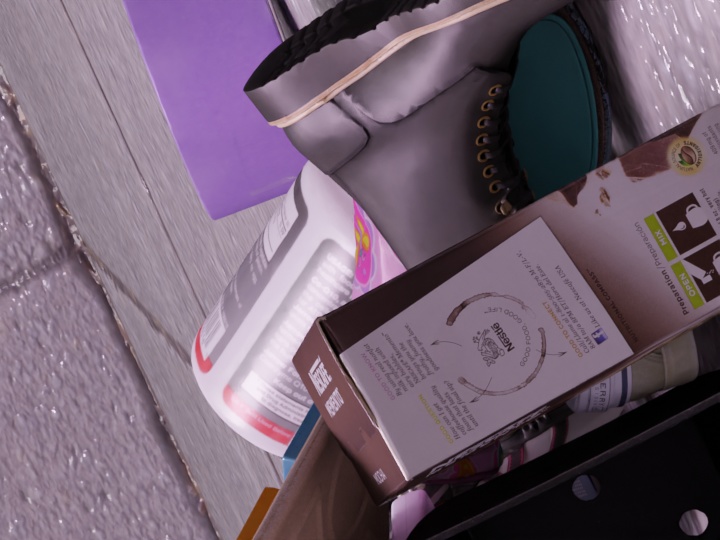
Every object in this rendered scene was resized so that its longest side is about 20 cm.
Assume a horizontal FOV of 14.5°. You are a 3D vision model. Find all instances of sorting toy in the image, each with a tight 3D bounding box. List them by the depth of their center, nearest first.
[{"bbox_3d":[-0.025,0.148,1.313,0.200,0.036,0.185,-67,-19,-48],"label":"sorting toy"}]

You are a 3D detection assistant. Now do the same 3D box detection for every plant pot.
[{"bbox_3d":[0.138,0.161,1.367,0.200,0.200,0.177,63,180,-9],"label":"plant pot"}]

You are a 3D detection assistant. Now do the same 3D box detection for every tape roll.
[{"bbox_3d":[-0.089,-0.139,1.790,0.200,0.085,0.200,-21,-90,-89],"label":"tape roll"}]

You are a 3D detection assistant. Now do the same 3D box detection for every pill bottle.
[{"bbox_3d":[0.000,0.000,1.544,0.114,0.114,0.200,55,127,30],"label":"pill bottle"}]

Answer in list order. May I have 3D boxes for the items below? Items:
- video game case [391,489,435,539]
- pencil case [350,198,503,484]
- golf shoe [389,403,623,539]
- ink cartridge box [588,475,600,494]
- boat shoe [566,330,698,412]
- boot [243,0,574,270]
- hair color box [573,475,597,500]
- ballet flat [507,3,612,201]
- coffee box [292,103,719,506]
[{"bbox_3d":[0.065,0.227,1.387,0.182,0.023,0.200,61,-168,-22],"label":"video game case"},{"bbox_3d":[0.034,0.005,1.417,0.087,0.087,0.201,-158,67,-73],"label":"pencil case"},{"bbox_3d":[0.070,0.121,1.515,0.088,0.200,0.077,61,161,-16],"label":"golf shoe"},{"bbox_3d":[0.129,0.112,1.656,0.095,0.037,0.200,66,171,-16],"label":"ink cartridge box"},{"bbox_3d":[0.112,-0.003,1.370,0.200,0.062,0.072,-104,14,-48],"label":"boat shoe"},{"bbox_3d":[0.062,-0.077,1.276,0.200,0.078,0.138,-23,113,41],"label":"boot"},{"bbox_3d":[0.082,0.123,1.622,0.099,0.060,0.200,92,159,-46],"label":"hair color box"},{"bbox_3d":[0.067,-0.125,1.327,0.200,0.074,0.074,68,167,-20],"label":"ballet flat"},{"bbox_3d":[0.078,0.017,1.224,0.080,0.200,0.113,60,168,5],"label":"coffee box"}]
